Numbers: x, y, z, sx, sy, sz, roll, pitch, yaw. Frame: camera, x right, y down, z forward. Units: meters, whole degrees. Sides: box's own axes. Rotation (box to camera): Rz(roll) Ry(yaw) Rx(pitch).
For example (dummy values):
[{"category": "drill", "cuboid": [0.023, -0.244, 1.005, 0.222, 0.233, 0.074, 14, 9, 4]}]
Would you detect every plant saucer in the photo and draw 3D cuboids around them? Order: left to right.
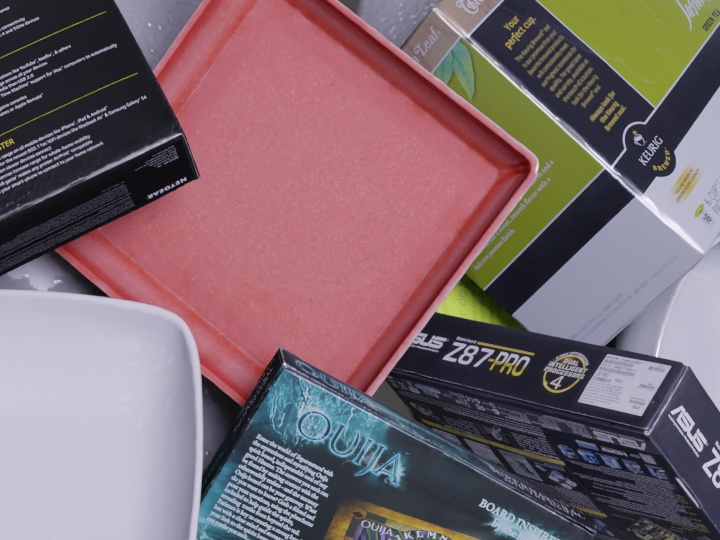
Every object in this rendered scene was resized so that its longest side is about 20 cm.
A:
[{"category": "plant saucer", "cuboid": [-0.037, -0.037, 0.837, 0.199, 0.037, 0.201, 38, 99, 7]}]

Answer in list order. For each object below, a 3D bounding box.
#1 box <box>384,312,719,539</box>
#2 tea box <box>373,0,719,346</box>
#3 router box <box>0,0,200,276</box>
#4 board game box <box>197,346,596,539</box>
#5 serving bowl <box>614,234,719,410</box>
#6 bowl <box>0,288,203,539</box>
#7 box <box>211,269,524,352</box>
[{"category": "box", "cuboid": [0.121, 0.099, 0.847, 0.049, 0.199, 0.162, -53, 125, -22]}, {"category": "tea box", "cuboid": [0.126, -0.093, 0.910, 0.197, 0.134, 0.200, 43, 47, 0]}, {"category": "router box", "cuboid": [-0.202, -0.071, 0.798, 0.198, 0.051, 0.150, -26, 64, -7]}, {"category": "board game box", "cuboid": [0.009, 0.144, 0.822, 0.199, 0.028, 0.136, 30, 100, -15]}, {"category": "serving bowl", "cuboid": [0.215, 0.072, 0.973, 0.199, 0.065, 0.203, -2, 93, -44]}, {"category": "bowl", "cuboid": [-0.179, 0.112, 0.782, 0.197, 0.075, 0.202, 3, 60, -6]}, {"category": "box", "cuboid": [0.000, 0.000, 0.927, 0.198, 0.048, 0.123, 2, 77, -22]}]
